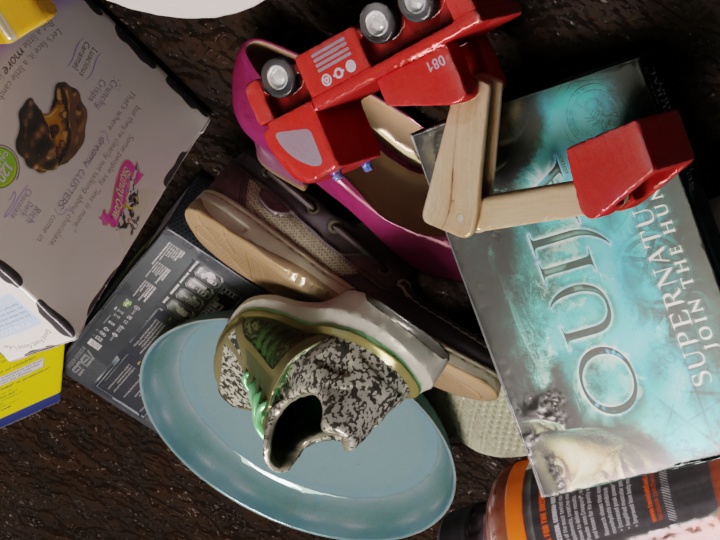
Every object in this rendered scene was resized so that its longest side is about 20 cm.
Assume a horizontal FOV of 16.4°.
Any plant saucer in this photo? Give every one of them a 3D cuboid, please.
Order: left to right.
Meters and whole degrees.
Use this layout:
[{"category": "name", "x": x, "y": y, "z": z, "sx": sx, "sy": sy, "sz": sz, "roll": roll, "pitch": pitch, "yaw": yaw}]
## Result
[{"category": "plant saucer", "x": -0.034, "y": 0.087, "z": 1.465, "sx": 0.199, "sy": 0.028, "sz": 0.201, "roll": 15, "pitch": 142, "yaw": 12}]

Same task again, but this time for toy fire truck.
[{"category": "toy fire truck", "x": 0.048, "y": -0.070, "z": 1.210, "sx": 0.199, "sy": 0.049, "sz": 0.142, "roll": -26, "pitch": 86, "yaw": 33}]

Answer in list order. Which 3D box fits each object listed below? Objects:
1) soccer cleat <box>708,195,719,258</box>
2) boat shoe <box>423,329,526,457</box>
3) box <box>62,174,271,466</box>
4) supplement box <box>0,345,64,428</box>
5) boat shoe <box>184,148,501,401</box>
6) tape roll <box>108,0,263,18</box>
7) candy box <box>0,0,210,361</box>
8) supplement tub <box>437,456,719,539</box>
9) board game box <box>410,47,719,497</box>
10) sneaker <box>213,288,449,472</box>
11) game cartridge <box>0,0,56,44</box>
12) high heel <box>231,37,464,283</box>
[{"category": "soccer cleat", "x": 0.201, "y": 0.041, "z": 1.293, "sx": 0.086, "sy": 0.070, "sz": 0.201, "roll": -3, "pitch": 128, "yaw": 21}, {"category": "boat shoe", "x": 0.097, "y": 0.062, "z": 1.400, "sx": 0.199, "sy": 0.062, "sz": 0.075, "roll": 2, "pitch": 123, "yaw": 54}, {"category": "box", "x": -0.079, "y": 0.044, "z": 1.505, "sx": 0.157, "sy": 0.051, "sz": 0.200, "roll": 34, "pitch": 144, "yaw": -7}, {"category": "supplement box", "x": -0.247, "y": 0.007, "z": 1.490, "sx": 0.109, "sy": 0.109, "sz": 0.201, "roll": 54, "pitch": 153, "yaw": 25}, {"category": "boat shoe", "x": 0.000, "y": 0.000, "z": 1.360, "sx": 0.199, "sy": 0.065, "sz": 0.072, "roll": 31, "pitch": 166, "yaw": 12}, {"category": "tape roll", "x": -0.102, "y": -0.217, "z": 1.176, "sx": 0.201, "sy": 0.071, "sz": 0.203, "roll": 19, "pitch": 144, "yaw": 14}, {"category": "candy box", "x": -0.200, "y": -0.081, "z": 1.328, "sx": 0.200, "sy": 0.168, "sz": 0.071, "roll": 45, "pitch": 143, "yaw": -22}, {"category": "supplement tub", "x": 0.143, "y": 0.143, "z": 1.390, "sx": 0.199, "sy": 0.107, "sz": 0.107, "roll": -19, "pitch": 126, "yaw": 26}, {"category": "board game box", "x": 0.117, "y": 0.005, "z": 1.241, "sx": 0.135, "sy": 0.028, "sz": 0.201, "roll": -17, "pitch": 97, "yaw": 31}, {"category": "sneaker", "x": -0.038, "y": 0.065, "z": 1.328, "sx": 0.077, "sy": 0.089, "sz": 0.200, "roll": 43, "pitch": 155, "yaw": -16}, {"category": "game cartridge", "x": -0.216, "y": -0.200, "z": 1.195, "sx": 0.201, "sy": 0.032, "sz": 0.176, "roll": 60, "pitch": 172, "yaw": -11}, {"category": "high heel", "x": 0.020, "y": -0.055, "z": 1.294, "sx": 0.199, "sy": 0.068, "sz": 0.096, "roll": 20, "pitch": 155, "yaw": 18}]
